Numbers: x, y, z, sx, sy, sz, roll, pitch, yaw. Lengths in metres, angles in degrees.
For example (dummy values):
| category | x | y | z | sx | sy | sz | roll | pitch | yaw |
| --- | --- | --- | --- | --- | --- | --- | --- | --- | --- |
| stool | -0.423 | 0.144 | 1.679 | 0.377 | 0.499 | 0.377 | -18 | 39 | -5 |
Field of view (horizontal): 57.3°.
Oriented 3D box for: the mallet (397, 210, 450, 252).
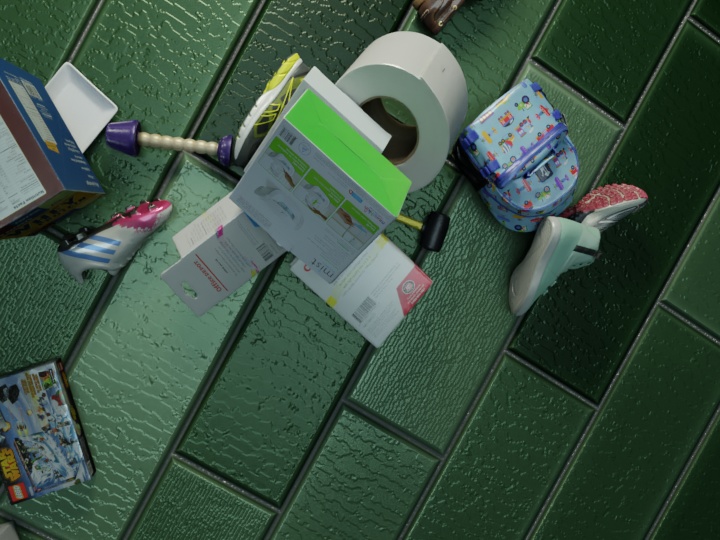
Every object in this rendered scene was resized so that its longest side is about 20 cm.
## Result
| category | x | y | z | sx | sy | sz | roll | pitch | yaw |
| --- | --- | --- | --- | --- | --- | --- | --- | --- | --- |
| mallet | 0.062 | -0.104 | 1.123 | 0.196 | 0.041 | 0.067 | 29 | 92 | -5 |

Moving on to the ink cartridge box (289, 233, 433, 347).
| category | x | y | z | sx | sy | sz | roll | pitch | yaw |
| --- | --- | --- | --- | --- | --- | --- | --- | --- | --- |
| ink cartridge box | 0.000 | 0.000 | 1.092 | 0.199 | 0.084 | 0.146 | 42 | 96 | -9 |

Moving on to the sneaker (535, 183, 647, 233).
| category | x | y | z | sx | sy | sz | roll | pitch | yaw |
| --- | --- | --- | --- | --- | --- | --- | --- | --- | --- |
| sneaker | 0.404 | -0.086 | 1.150 | 0.196 | 0.081 | 0.076 | -26 | 114 | 9 |

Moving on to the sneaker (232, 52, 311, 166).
| category | x | y | z | sx | sy | sz | roll | pitch | yaw |
| --- | --- | --- | --- | --- | --- | --- | --- | --- | --- |
| sneaker | -0.134 | -0.247 | 1.063 | 0.084 | 0.074 | 0.203 | 33 | 93 | -14 |

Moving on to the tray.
| category | x | y | z | sx | sy | sz | roll | pitch | yaw |
| --- | --- | --- | --- | --- | --- | --- | --- | --- | --- |
| tray | -0.486 | -0.216 | 1.046 | 0.107 | 0.022 | 0.201 | 40 | 89 | -10 |

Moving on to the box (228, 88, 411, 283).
| category | x | y | z | sx | sy | sz | roll | pitch | yaw |
| --- | --- | --- | --- | --- | --- | --- | --- | --- | --- |
| box | -0.059 | -0.112 | 0.936 | 0.198 | 0.098 | 0.176 | 39 | 132 | -9 |

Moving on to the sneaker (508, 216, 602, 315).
| category | x | y | z | sx | sy | sz | roll | pitch | yaw |
| --- | --- | --- | --- | --- | --- | --- | --- | --- | --- |
| sneaker | 0.331 | 0.005 | 1.115 | 0.114 | 0.075 | 0.204 | 7 | 131 | -15 |

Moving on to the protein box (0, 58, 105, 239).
| category | x | y | z | sx | sy | sz | roll | pitch | yaw |
| --- | --- | --- | --- | --- | --- | --- | --- | --- | --- |
| protein box | -0.495 | -0.168 | 0.938 | 0.133 | 0.199 | 0.204 | -29 | 98 | -3 |

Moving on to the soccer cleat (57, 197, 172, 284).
| category | x | y | z | sx | sy | sz | roll | pitch | yaw |
| --- | --- | --- | --- | --- | --- | --- | --- | --- | --- |
| soccer cleat | -0.384 | -0.046 | 1.060 | 0.195 | 0.070 | 0.088 | -23 | 113 | -3 |

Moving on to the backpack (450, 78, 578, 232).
| category | x | y | z | sx | sy | sz | roll | pitch | yaw |
| --- | --- | --- | --- | --- | --- | --- | --- | --- | --- |
| backpack | 0.267 | -0.175 | 1.074 | 0.180 | 0.135 | 0.203 | -34 | 85 | -4 |

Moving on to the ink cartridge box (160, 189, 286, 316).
| category | x | y | z | sx | sy | sz | roll | pitch | yaw |
| --- | --- | --- | --- | --- | --- | --- | --- | --- | --- |
| ink cartridge box | -0.216 | -0.035 | 1.050 | 0.198 | 0.068 | 0.116 | -37 | 133 | -4 |

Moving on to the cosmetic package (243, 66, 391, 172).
| category | x | y | z | sx | sy | sz | roll | pitch | yaw |
| --- | --- | --- | --- | --- | --- | --- | --- | --- | --- |
| cosmetic package | -0.068 | -0.175 | 0.991 | 0.149 | 0.052 | 0.200 | 37 | 131 | -9 |

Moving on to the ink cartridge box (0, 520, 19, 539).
| category | x | y | z | sx | sy | sz | roll | pitch | yaw |
| --- | --- | --- | --- | --- | --- | --- | --- | --- | --- |
| ink cartridge box | -0.651 | 0.483 | 1.026 | 0.194 | 0.145 | 0.086 | -16 | 95 | -5 |

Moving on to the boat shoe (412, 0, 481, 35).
| category | x | y | z | sx | sy | sz | roll | pitch | yaw |
| --- | --- | --- | --- | --- | --- | --- | --- | --- | --- |
| boat shoe | 0.179 | -0.473 | 1.087 | 0.199 | 0.070 | 0.071 | -40 | 92 | 6 |

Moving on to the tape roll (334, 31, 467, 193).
| category | x | y | z | sx | sy | sz | roll | pitch | yaw |
| --- | --- | --- | --- | --- | --- | --- | --- | --- | --- |
| tape roll | 0.057 | -0.241 | 1.010 | 0.197 | 0.140 | 0.207 | 12 | 128 | 15 |

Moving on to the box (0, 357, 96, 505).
| category | x | y | z | sx | sy | sz | roll | pitch | yaw |
| --- | --- | --- | --- | --- | --- | --- | --- | --- | --- |
| box | -0.530 | 0.262 | 1.075 | 0.133 | 0.040 | 0.206 | -15 | 97 | -7 |

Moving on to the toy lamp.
| category | x | y | z | sx | sy | sz | roll | pitch | yaw |
| --- | --- | --- | --- | --- | --- | --- | --- | --- | --- |
| toy lamp | -0.305 | -0.203 | 1.055 | 0.193 | 0.058 | 0.060 | 8 | 94 | -9 |
